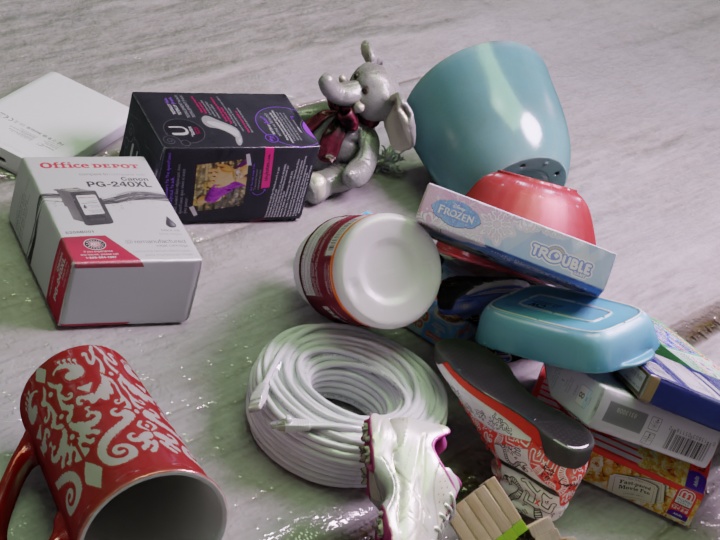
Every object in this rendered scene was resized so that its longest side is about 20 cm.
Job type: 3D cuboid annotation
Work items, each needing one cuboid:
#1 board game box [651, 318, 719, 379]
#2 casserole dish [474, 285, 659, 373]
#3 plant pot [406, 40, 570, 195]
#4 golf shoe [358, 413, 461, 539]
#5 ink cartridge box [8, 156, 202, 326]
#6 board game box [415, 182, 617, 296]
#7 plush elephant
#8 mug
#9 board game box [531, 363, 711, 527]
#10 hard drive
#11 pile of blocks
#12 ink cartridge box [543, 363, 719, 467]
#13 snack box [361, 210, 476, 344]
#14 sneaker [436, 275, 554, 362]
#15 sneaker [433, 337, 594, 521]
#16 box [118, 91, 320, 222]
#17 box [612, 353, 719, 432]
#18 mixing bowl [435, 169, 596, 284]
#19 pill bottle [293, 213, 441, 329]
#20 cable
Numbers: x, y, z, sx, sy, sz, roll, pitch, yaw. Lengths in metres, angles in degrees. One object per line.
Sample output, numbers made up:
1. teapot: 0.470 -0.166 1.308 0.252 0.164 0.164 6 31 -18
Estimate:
1. board game box: 0.371 0.114 1.791 0.200 0.029 0.134 40 13 32
2. casserole dish: 0.203 0.054 1.602 0.120 0.039 0.199 -19 23 -41
3. plant pot: 0.170 -0.156 2.005 0.198 0.201 0.162 -1 50 -28
4. golf shoe: 0.051 0.217 1.427 0.090 0.076 0.202 -1 60 -10
5. ink cartridge box: -0.270 -0.035 1.691 0.144 0.084 0.200 -2 37 -29
6. board game box: 0.160 -0.026 1.662 0.198 0.044 0.199 21 -3 7
7. plush elephant: -0.012 -0.189 1.989 0.198 0.156 0.165 -4 38 -31
8. mug: -0.229 0.163 1.369 0.176 0.135 0.200 -1 33 -31
9. board game box: 0.267 0.169 1.683 0.198 0.047 0.152 23 31 7
10. hard drive: -0.369 -0.170 1.904 0.131 0.027 0.200 26 33 13
11. pile of blocks: 0.166 0.267 1.487 0.199 0.083 0.062 31 -11 3
12. ink cartridge box: 0.249 0.121 1.641 0.159 0.048 0.200 20 9 -28
13. snack box: 0.053 0.010 1.829 0.199 0.037 0.116 31 34 20
14. sneaker: 0.155 0.054 1.743 0.078 0.090 0.199 1 -7 43
15. sneaker: 0.134 0.159 1.577 0.067 0.109 0.201 -17 43 -42
16. box: -0.165 -0.132 1.871 0.198 0.107 0.123 -2 38 -29
17. box: 0.341 0.127 1.605 0.198 0.033 0.121 21 11 -18
18. mixing bowl: 0.189 -0.052 1.853 0.198 0.110 0.200 14 5 -1
19. pill bottle: 0.000 0.000 1.673 0.113 0.116 0.200 7 -1 -17
20. cable: -0.014 0.131 1.581 0.198 0.070 0.201 15 30 -5
